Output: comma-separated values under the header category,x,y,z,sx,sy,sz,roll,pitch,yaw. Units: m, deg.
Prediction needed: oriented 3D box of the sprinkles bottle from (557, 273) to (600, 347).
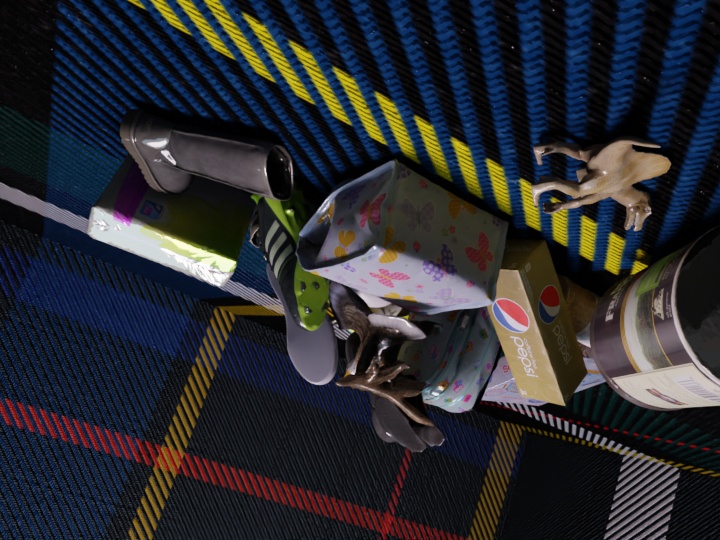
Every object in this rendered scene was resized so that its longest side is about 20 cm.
category,x,y,z,sx,sy,sz,roll,pitch,yaw
sprinkles bottle,0.319,0.073,0.891,0.199,0.069,0.068,26,166,-25

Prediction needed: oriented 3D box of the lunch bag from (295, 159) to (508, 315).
category,x,y,z,sx,sy,sz,roll,pitch,yaw
lunch bag,0.038,-0.028,0.770,0.168,0.128,0.199,23,158,-26

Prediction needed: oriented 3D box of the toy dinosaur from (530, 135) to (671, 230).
category,x,y,z,sx,sy,sz,roll,pitch,yaw
toy dinosaur,0.185,-0.080,0.517,0.100,0.059,0.200,-3,167,23

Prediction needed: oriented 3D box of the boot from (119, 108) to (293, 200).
category,x,y,z,sx,sy,sz,roll,pitch,yaw
boot,-0.174,-0.127,0.828,0.198,0.073,0.182,10,168,10

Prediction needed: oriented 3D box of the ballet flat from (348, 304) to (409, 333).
category,x,y,z,sx,sy,sz,roll,pitch,yaw
ballet flat,0.062,0.049,1.063,0.199,0.067,0.067,-10,155,-36

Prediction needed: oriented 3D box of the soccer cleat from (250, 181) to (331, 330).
category,x,y,z,sx,sy,sz,roll,pitch,yaw
soccer cleat,-0.091,-0.019,0.860,0.081,0.202,0.067,-19,171,41

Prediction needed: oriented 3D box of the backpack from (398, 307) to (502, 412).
category,x,y,z,sx,sy,sz,roll,pitch,yaw
backpack,0.135,0.103,0.993,0.126,0.202,0.167,26,167,-22

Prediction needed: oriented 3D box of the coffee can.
category,x,y,z,sx,sy,sz,roll,pitch,yaw
coffee can,0.317,0.051,0.619,0.145,0.148,0.200,18,167,4

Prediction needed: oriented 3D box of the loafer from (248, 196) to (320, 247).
category,x,y,z,sx,sy,sz,roll,pitch,yaw
loafer,-0.103,-0.061,0.962,0.075,0.070,0.199,25,167,-26

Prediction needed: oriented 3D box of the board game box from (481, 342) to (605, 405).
category,x,y,z,sx,sy,sz,roll,pitch,yaw
board game box,0.293,0.156,1.037,0.199,0.042,0.199,15,145,-40

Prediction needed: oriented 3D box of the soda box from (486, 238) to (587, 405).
category,x,y,z,sx,sy,sz,roll,pitch,yaw
soda box,0.207,0.063,0.807,0.067,0.064,0.201,5,128,48

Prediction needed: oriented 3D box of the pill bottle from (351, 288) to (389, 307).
category,x,y,z,sx,sy,sz,roll,pitch,yaw
pill bottle,0.000,0.000,0.986,0.104,0.105,0.199,27,166,-32

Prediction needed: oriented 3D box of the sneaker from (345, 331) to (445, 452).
category,x,y,z,sx,sy,sz,roll,pitch,yaw
sneaker,0.043,0.158,0.921,0.059,0.201,0.104,-9,156,-27

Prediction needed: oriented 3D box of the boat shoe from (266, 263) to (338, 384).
category,x,y,z,sx,sy,sz,roll,pitch,yaw
boat shoe,-0.075,0.070,0.971,0.074,0.203,0.086,-29,159,10

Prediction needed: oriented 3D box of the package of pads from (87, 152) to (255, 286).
category,x,y,z,sx,sy,sz,roll,pitch,yaw
package of pads,-0.256,-0.078,0.943,0.198,0.155,0.068,23,130,-13

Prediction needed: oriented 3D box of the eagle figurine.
category,x,y,z,sx,sy,sz,roll,pitch,yaw
eagle figurine,0.022,0.085,0.849,0.150,0.201,0.153,-16,119,15
